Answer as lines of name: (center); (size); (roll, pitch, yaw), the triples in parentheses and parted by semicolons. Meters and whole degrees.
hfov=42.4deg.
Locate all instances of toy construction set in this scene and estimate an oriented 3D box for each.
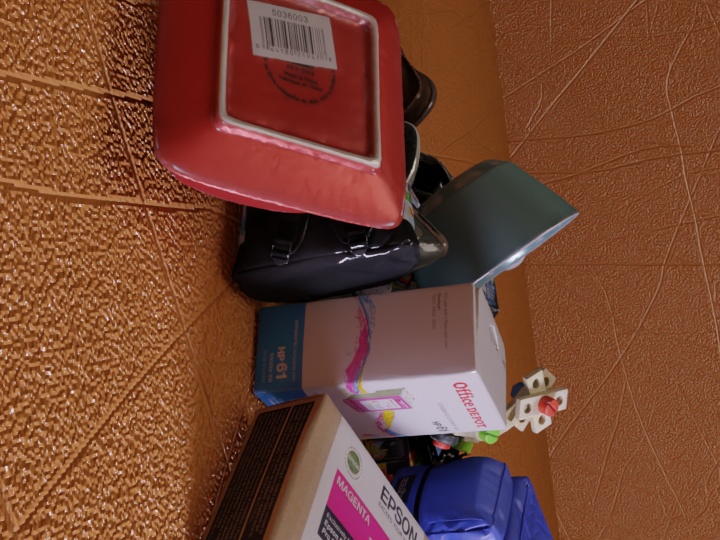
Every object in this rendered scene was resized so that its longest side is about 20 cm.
toy construction set: (0.109, 0.136, 0.945); (0.130, 0.199, 0.094); (14, 82, -34)

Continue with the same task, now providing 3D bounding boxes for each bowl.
bowl: (0.126, -0.045, 1.013); (0.106, 0.200, 0.201); (55, 15, 7)

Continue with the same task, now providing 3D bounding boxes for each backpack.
backpack: (0.077, 0.281, 0.933); (0.170, 0.197, 0.163); (68, 25, -15)
backpack: (-0.031, -0.075, 0.830); (0.154, 0.161, 0.203); (64, 16, -67)

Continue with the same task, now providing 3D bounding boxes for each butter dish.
butter dish: (-0.077, -0.120, 0.705); (0.198, 0.147, 0.203); (12, 66, -29)

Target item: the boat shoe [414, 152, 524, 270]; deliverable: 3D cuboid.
boat shoe: (0.114, -0.070, 1.120); (0.071, 0.198, 0.091); (-59, 172, -18)

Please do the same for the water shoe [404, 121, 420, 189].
water shoe: (0.021, -0.067, 1.025); (0.079, 0.070, 0.203); (72, 31, -68)

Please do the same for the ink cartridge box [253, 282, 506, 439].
ink cartridge box: (0.024, 0.087, 0.827); (0.145, 0.197, 0.086); (55, 31, -57)

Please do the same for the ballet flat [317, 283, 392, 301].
ballet flat: (-0.018, 0.045, 0.927); (0.201, 0.071, 0.073); (106, -10, -55)

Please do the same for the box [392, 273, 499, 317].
box: (0.102, -0.021, 1.184); (0.201, 0.135, 0.040); (-88, -156, -55)

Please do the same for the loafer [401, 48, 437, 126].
loafer: (0.032, -0.249, 1.191); (0.071, 0.073, 0.201); (27, 22, -38)

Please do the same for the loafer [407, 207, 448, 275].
loafer: (0.014, -0.062, 0.942); (0.200, 0.062, 0.073); (50, -41, 41)

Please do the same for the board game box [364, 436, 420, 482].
board game box: (0.053, 0.164, 1.151); (0.200, 0.056, 0.168); (-18, 101, -74)

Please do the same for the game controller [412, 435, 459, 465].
game controller: (0.079, 0.151, 1.078); (0.105, 0.041, 0.203); (-64, 141, -60)

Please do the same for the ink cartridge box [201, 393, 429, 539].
ink cartridge box: (-0.027, 0.226, 0.724); (0.201, 0.074, 0.166); (57, 32, -27)
